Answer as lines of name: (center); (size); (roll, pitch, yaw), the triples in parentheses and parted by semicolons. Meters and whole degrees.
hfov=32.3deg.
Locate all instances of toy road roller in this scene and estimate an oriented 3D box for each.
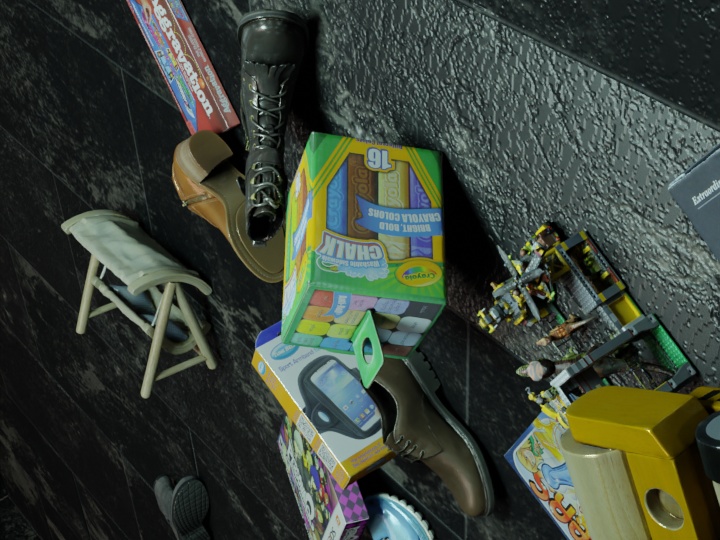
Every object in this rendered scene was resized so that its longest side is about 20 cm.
toy road roller: (0.253, 0.131, 0.851); (0.200, 0.146, 0.123); (0, 114, 53)

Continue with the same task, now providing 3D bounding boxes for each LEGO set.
LEGO set: (0.158, 0.071, 0.994); (0.200, 0.116, 0.154); (59, 152, 5)

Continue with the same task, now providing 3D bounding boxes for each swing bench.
swing bench: (-0.307, 0.033, 1.742); (0.199, 0.130, 0.200); (37, 138, 39)

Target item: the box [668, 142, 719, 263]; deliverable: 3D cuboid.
box: (0.297, -0.018, 0.696); (0.200, 0.104, 0.148); (58, 152, 8)

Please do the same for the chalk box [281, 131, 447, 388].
chalk box: (0.000, 0.000, 1.094); (0.125, 0.124, 0.200); (119, 156, -58)

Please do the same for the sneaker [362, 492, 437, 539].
sneaker: (0.051, 0.354, 1.460); (0.200, 0.090, 0.078); (57, 152, 15)

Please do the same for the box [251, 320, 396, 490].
box: (-0.027, 0.125, 1.355); (0.200, 0.119, 0.041); (52, 151, 16)

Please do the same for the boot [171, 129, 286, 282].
boot: (-0.153, -0.066, 1.462); (0.200, 0.074, 0.155); (61, 160, 1)

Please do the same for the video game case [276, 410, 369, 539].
video game case: (-0.050, 0.256, 1.539); (0.181, 0.036, 0.200); (108, 145, -55)

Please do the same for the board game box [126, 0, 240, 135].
board game box: (-0.207, -0.245, 1.432); (0.103, 0.019, 0.200); (-17, 100, 61)

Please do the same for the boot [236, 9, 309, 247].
boot: (-0.086, -0.132, 1.193); (0.200, 0.069, 0.174); (102, 169, -63)

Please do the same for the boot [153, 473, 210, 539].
boot: (-0.322, 0.399, 2.161); (0.132, 0.070, 0.200); (46, 145, 37)

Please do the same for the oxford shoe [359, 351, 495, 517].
oxford shoe: (0.065, 0.178, 1.288); (0.200, 0.084, 0.073); (55, 150, 10)

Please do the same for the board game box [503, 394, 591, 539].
board game box: (0.221, 0.211, 1.105); (0.200, 0.034, 0.135); (52, 151, 18)
